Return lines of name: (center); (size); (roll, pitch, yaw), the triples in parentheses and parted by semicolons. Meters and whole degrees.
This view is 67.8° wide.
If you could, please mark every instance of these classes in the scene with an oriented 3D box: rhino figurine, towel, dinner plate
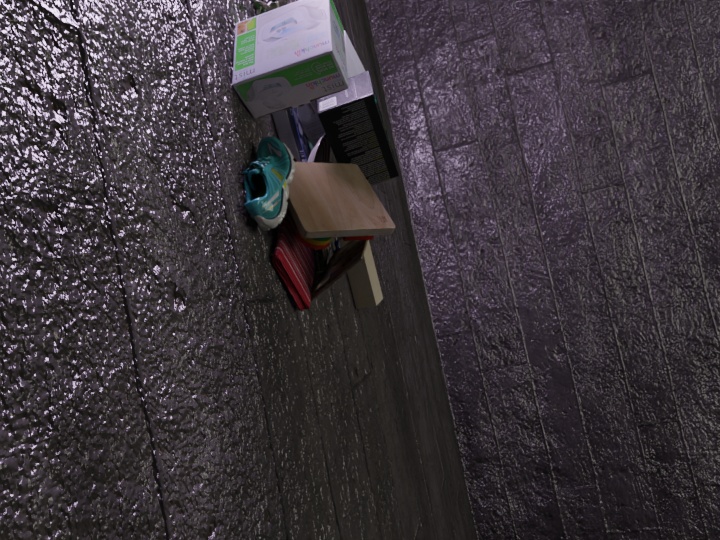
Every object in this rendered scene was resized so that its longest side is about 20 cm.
rhino figurine: (-0.204, -0.591, 1.192); (0.201, 0.059, 0.088); (-84, 169, -46)
towel: (-0.131, -0.033, 1.076); (0.201, 0.022, 0.145); (-89, 160, -51)
dinner plate: (-0.104, -0.216, 1.227); (0.200, 0.024, 0.202); (15, 90, -85)

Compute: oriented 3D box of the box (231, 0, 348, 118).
box: (-0.132, -0.407, 1.019); (0.097, 0.199, 0.178); (56, 26, -56)

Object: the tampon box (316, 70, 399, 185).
tampon box: (-0.006, -0.309, 1.203); (0.150, 0.125, 0.201); (-97, 167, -52)

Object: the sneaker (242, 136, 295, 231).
sneaker: (-0.165, -0.167, 0.945); (0.080, 0.077, 0.201); (48, 32, -49)

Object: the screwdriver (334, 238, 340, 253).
screwdriver: (-0.064, -0.095, 1.398); (0.029, 0.028, 0.201); (-15, 97, -48)

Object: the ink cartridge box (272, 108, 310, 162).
ink cartridge box: (-0.147, -0.279, 1.200); (0.099, 0.039, 0.201); (-61, 138, -72)

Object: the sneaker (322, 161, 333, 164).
sneaker: (-0.045, -0.169, 1.252); (0.072, 0.079, 0.201); (-89, 172, -46)

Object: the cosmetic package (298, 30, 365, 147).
cosmetic package: (-0.076, -0.447, 1.331); (0.167, 0.166, 0.201); (52, 28, -43)

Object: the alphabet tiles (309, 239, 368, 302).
alphabet tiles: (-0.045, -0.016, 1.138); (0.008, 0.167, 0.200); (45, 22, -13)

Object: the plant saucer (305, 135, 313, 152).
plant saucer: (-0.107, -0.266, 1.406); (0.070, 0.019, 0.201); (-87, 159, -50)

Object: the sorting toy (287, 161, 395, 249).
sorting toy: (-0.064, -0.127, 1.073); (0.201, 0.198, 0.070); (62, -38, 33)

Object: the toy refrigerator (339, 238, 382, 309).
toy refrigerator: (0.000, 0.000, 1.513); (0.076, 0.070, 0.201); (-39, 116, -68)

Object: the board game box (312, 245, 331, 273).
board game box: (-0.089, -0.075, 1.208); (0.200, 0.023, 0.105); (-88, 169, -71)
